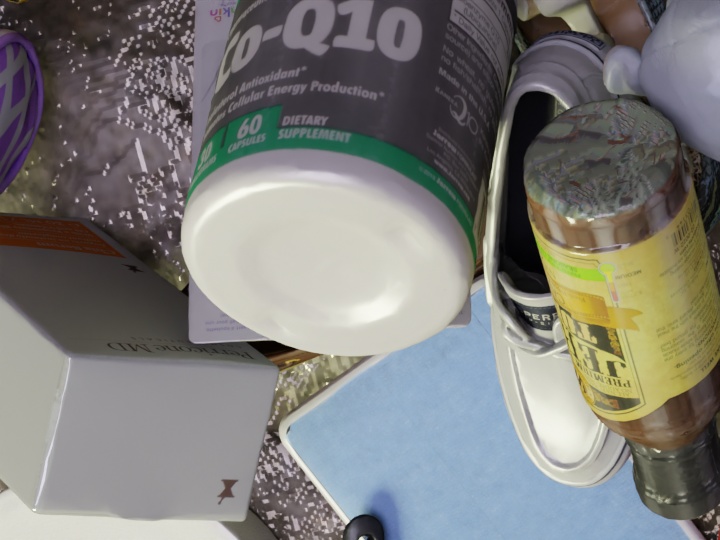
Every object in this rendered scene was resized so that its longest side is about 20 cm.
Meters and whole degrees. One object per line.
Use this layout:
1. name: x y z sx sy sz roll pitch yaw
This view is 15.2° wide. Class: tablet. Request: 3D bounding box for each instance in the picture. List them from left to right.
1. tablet: 0.070 0.112 1.196 0.130 0.014 0.200 -35 98 18

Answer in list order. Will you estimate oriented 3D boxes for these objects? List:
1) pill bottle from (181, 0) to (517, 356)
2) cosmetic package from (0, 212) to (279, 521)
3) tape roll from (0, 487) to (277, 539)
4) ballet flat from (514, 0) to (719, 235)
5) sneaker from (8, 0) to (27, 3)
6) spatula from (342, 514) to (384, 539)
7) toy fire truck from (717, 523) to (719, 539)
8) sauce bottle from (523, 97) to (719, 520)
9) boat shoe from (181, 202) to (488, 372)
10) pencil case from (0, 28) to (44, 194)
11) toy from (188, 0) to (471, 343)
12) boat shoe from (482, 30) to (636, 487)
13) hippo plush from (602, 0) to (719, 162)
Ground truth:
1. pill bottle: 0.002 -0.077 1.055 0.112 0.201 0.114 7 142 5
2. cosmetic package: -0.128 0.036 1.153 0.200 0.101 0.072 34 114 54
3. tape roll: -0.114 0.188 1.265 0.201 0.037 0.205 3 100 15
4. ballet flat: 0.097 -0.100 1.138 0.074 0.074 0.201 -30 90 18
5. sneaker: -0.139 -0.166 1.202 0.198 0.070 0.091 -4 114 17
6. spatula: -0.001 0.203 1.224 0.056 0.021 0.202 -4 112 -17
7. toy fire truck: 0.239 0.085 1.115 0.175 0.129 0.202 7 83 11
8. sauce bottle: 0.112 0.023 1.054 0.064 0.065 0.201 -4 136 16
9. boat shoe: -0.001 0.000 1.183 0.199 0.068 0.072 -27 92 18
10. pencil case: -0.243 -0.085 1.220 0.198 0.084 0.086 11 59 20
11. toy: -0.012 -0.052 1.142 0.114 0.047 0.201 -4 61 5
12. boat shoe: 0.078 0.005 1.110 0.073 0.065 0.202 2 113 23
13. hippo plush: 0.167 -0.055 1.053 0.160 0.201 0.159 34 146 -17
